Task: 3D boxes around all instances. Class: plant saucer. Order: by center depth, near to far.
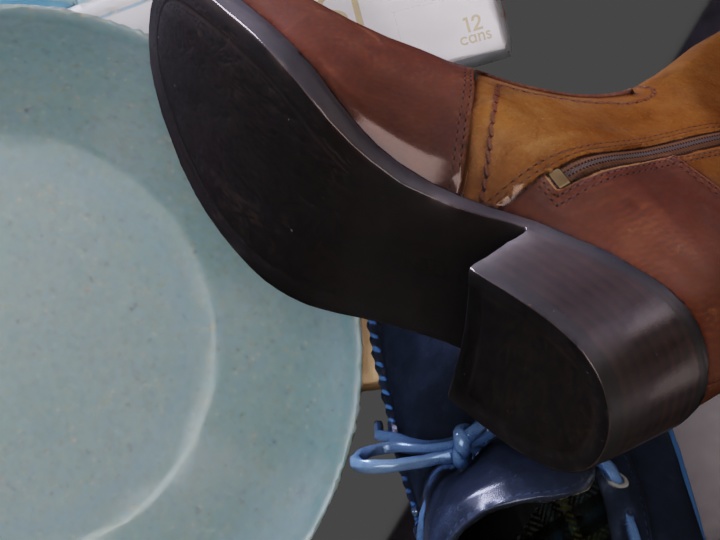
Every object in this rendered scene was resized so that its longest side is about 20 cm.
[{"bbox_3d":[-0.101,0.024,0.741,0.200,0.039,0.202,-2,100,-11],"label":"plant saucer"}]

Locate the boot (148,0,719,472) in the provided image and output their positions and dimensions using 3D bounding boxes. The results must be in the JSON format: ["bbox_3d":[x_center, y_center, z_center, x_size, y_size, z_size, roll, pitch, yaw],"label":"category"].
[{"bbox_3d":[0.066,-0.048,0.716,0.188,0.200,0.069,33,134,31],"label":"boot"}]

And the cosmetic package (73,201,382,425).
[{"bbox_3d":[0.000,0.000,0.815,0.199,0.105,0.071,-8,92,6],"label":"cosmetic package"}]

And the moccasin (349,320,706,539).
[{"bbox_3d":[0.051,0.065,0.689,0.080,0.068,0.200,-43,55,19],"label":"moccasin"}]

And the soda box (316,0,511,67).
[{"bbox_3d":[-0.056,-0.075,0.836,0.200,0.064,0.068,-15,91,5],"label":"soda box"}]

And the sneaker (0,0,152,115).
[{"bbox_3d":[-0.138,-0.101,0.773,0.200,0.080,0.131,-16,92,-5],"label":"sneaker"}]

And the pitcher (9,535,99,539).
[{"bbox_3d":[-0.034,0.138,0.823,0.200,0.121,0.172,37,83,-8],"label":"pitcher"}]
